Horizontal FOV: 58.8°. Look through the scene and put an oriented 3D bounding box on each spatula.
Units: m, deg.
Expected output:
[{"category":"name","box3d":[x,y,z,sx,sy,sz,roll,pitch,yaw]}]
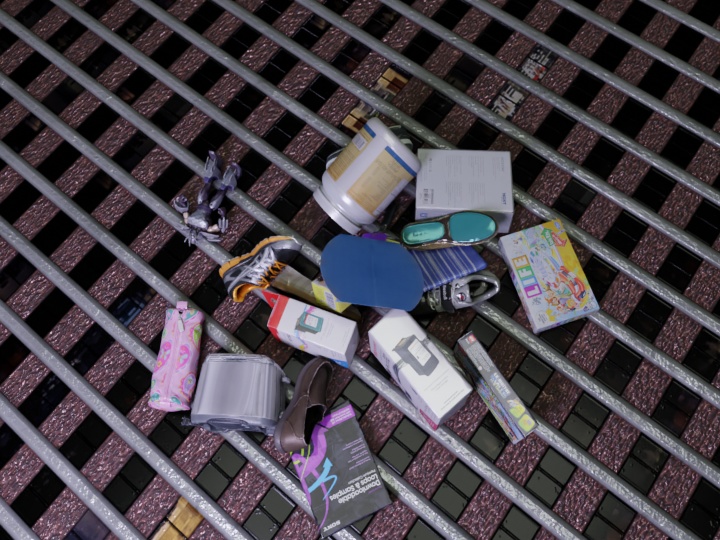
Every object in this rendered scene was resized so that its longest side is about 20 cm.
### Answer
[{"category":"spatula","box3d":[0.043,-0.087,1.298,0.055,0.021,0.201,1,33,20]}]

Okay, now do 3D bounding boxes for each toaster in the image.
[{"category":"toaster","box3d":[-0.228,0.231,1.189,0.195,0.114,0.132,-1,65,13]}]

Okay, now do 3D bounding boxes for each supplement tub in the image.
[{"category":"supplement tub","box3d":[0.012,-0.189,1.293,0.200,0.144,0.145,-47,72,11]}]

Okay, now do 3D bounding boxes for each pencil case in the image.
[{"category":"pencil case","box3d":[-0.353,0.167,1.235,0.085,0.088,0.205,4,70,4]}]

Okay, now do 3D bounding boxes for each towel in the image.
[{"category":"towel","box3d":[0.138,-0.008,1.271,0.196,0.024,0.145,-22,34,-4]}]

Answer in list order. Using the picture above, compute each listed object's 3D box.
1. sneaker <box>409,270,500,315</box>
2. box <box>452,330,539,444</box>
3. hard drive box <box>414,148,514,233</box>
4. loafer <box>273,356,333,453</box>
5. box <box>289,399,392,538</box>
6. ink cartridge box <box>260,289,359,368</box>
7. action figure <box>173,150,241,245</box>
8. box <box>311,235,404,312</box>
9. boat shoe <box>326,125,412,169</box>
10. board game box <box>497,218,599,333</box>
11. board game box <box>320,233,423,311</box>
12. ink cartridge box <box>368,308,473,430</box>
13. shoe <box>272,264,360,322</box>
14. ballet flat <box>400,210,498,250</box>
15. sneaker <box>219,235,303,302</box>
[{"category":"sneaker","box3d":[0.178,0.041,1.246,0.196,0.089,0.076,-17,96,-1]},{"category":"box","box3d":[0.243,0.215,1.173,0.034,0.110,0.202,-31,70,-9]},{"category":"hard drive box","box3d":[0.212,-0.166,1.325,0.195,0.077,0.159,3,60,5]},{"category":"loafer","box3d":[-0.087,0.248,1.170,0.070,0.074,0.202,0,46,27]},{"category":"box","box3d":[-0.043,0.361,1.171,0.141,0.036,0.203,-24,71,-6]},{"category":"ink cartridge box","box3d":[-0.105,0.111,1.226,0.196,0.117,0.068,19,71,10]},{"category":"action figure","box3d":[-0.327,-0.144,1.361,0.128,0.069,0.204,20,75,1]},{"category":"box","box3d":[0.000,0.000,1.245,0.074,0.051,0.199,17,42,39]},{"category":"boat shoe","box3d":[0.014,-0.262,1.389,0.196,0.076,0.061,-15,66,-11]},{"category":"board game box","box3d":[0.375,0.009,1.284,0.132,0.034,0.204,-17,69,-3]},{"category":"board game box","box3d":[0.018,0.013,1.171,0.195,0.039,0.160,8,49,-15]},{"category":"ink cartridge box","box3d":[0.105,0.179,1.174,0.084,0.145,0.201,-37,71,-11]},{"category":"shoe","box3d":[-0.083,0.045,1.274,0.197,0.070,0.054,24,80,14]},{"category":"ballet flat","box3d":[0.178,-0.076,1.273,0.195,0.071,0.072,-7,67,18]},{"category":"sneaker","box3d":[-0.192,-0.005,1.276,0.198,0.078,0.079,-29,66,23]}]
